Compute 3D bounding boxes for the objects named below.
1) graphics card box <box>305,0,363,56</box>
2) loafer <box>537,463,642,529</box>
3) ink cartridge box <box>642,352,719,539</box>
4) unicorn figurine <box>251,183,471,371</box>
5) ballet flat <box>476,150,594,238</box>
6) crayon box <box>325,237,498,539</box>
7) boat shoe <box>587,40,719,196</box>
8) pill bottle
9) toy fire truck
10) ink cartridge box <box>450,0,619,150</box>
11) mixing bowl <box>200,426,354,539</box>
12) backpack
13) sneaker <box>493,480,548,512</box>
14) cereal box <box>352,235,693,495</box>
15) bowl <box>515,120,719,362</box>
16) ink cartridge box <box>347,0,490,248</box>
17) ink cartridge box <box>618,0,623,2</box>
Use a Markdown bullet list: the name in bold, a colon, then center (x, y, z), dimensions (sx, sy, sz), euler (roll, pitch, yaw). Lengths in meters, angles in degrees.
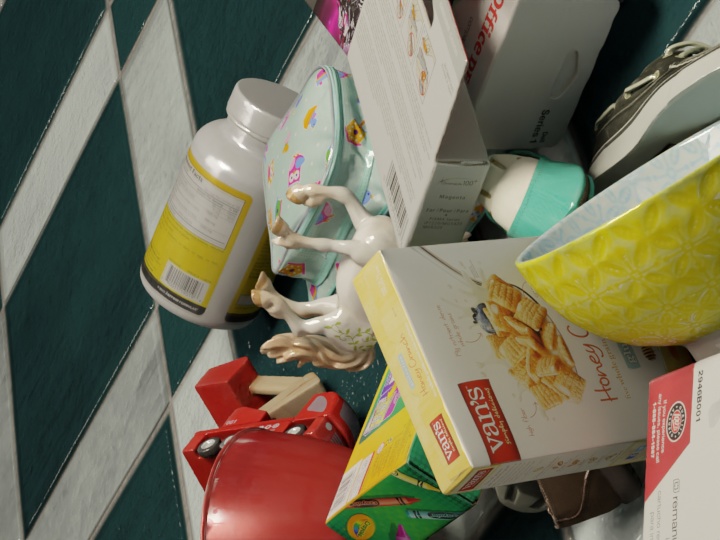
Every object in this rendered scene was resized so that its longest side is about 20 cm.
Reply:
- **graphics card box**: center (0.022, -0.236, 1.865), dimensions (0.126, 0.051, 0.200), euler (-66, 26, 21)
- **loafer**: center (0.088, 0.081, 1.394), dimensions (0.071, 0.200, 0.073), euler (-41, 1, 3)
- **ink cartridge box**: center (0.238, 0.111, 1.194), dimensions (0.200, 0.083, 0.145), euler (-29, 51, 57)
- **unicorn figurine**: center (0.000, 0.000, 1.593), dimensions (0.200, 0.137, 0.074), euler (109, -178, -53)
- **ballet flat**: center (0.106, -0.047, 1.485), dimensions (0.200, 0.070, 0.068), euler (-99, 33, -86)
- **crayon box**: center (0.055, 0.088, 1.541), dimensions (0.119, 0.058, 0.201), euler (-43, 19, 51)
- **boat shoe**: center (0.199, -0.107, 1.405), dimensions (0.200, 0.070, 0.064), euler (-40, 44, 54)
- **pill bottle**: center (-0.106, -0.058, 1.952), dimensions (0.201, 0.112, 0.112), euler (-65, 27, 23)
- **toy fire truck**: center (-0.070, 0.121, 1.836), dimensions (0.199, 0.049, 0.141), euler (-12, 27, 37)
- **ink cartridge box**: center (0.085, -0.201, 1.582), dimensions (0.200, 0.084, 0.145), euler (62, 146, 37)
- **mixing bowl**: center (-0.018, 0.204, 1.604), dimensions (0.108, 0.200, 0.201), euler (-10, 63, 24)
- **backpack**: center (0.018, -0.075, 1.679), dimensions (0.200, 0.153, 0.176), euler (-48, 31, 34)
- **sneaker**: center (0.136, 0.061, 1.472), dimensions (0.079, 0.075, 0.201), euler (-144, 75, -78)
- **cereal box**: center (0.105, 0.049, 1.327), dimensions (0.040, 0.199, 0.144), euler (-47, 59, 44)
- **bowl**: center (0.199, -0.012, 1.285), dimensions (0.108, 0.200, 0.200), euler (58, 148, -3)
- **ink cartridge box**: center (0.045, -0.137, 1.491), dimensions (0.174, 0.043, 0.201), euler (110, 155, -44)
- **ink cartridge box**: center (0.140, -0.284, 1.651), dimensions (0.200, 0.047, 0.199), euler (-3, 76, 66)
